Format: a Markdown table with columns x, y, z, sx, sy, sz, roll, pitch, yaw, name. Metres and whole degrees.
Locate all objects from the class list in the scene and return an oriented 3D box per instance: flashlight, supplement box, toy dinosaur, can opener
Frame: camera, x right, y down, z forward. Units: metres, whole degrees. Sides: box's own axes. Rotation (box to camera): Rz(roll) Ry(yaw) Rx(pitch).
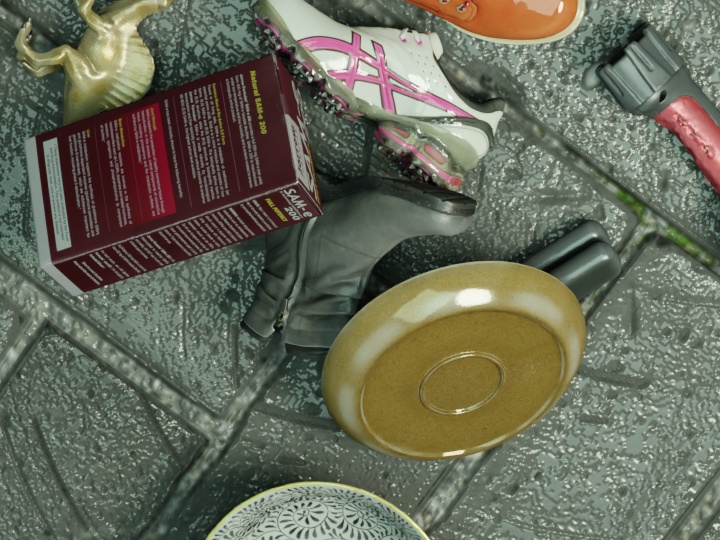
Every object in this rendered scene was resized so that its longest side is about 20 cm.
| x | y | z | sx | sy | sz | roll | pitch | yaw | name |
| --- | --- | --- | --- | --- | --- | --- | --- | --- | --- |
| 0.247 | -0.081 | 1.525 | 0.068 | 0.068 | 0.200 | -41 | 96 | 7 | flashlight |
| -0.134 | -0.067 | 1.517 | 0.198 | 0.061 | 0.110 | -17 | 63 | 12 | supplement box |
| -0.204 | -0.148 | 1.561 | 0.101 | 0.058 | 0.201 | 28 | 103 | -2 | toy dinosaur |
| 0.107 | 0.037 | 1.578 | 0.199 | 0.053 | 0.066 | -37 | 130 | 13 | can opener |

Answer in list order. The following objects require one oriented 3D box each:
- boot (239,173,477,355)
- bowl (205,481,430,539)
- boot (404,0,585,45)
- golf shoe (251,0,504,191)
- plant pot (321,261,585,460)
| x | y | z | sx | sy | sz | roll | pitch | yaw | name |
| --- | --- | --- | --- | --- | --- | --- | --- | --- | --- |
| 0.000 | 0.000 | 1.519 | 0.199 | 0.069 | 0.133 | 6 | 88 | 48 | boot |
| -0.026 | 0.242 | 1.602 | 0.199 | 0.094 | 0.203 | 1 | 101 | 5 | bowl |
| 0.064 | -0.206 | 1.500 | 0.198 | 0.107 | 0.076 | 18 | 101 | 0 | boot |
| 0.012 | -0.145 | 1.540 | 0.199 | 0.073 | 0.092 | 38 | 84 | -9 | golf shoe |
| 0.071 | 0.074 | 1.533 | 0.198 | 0.028 | 0.201 | -10 | 136 | -10 | plant pot |
